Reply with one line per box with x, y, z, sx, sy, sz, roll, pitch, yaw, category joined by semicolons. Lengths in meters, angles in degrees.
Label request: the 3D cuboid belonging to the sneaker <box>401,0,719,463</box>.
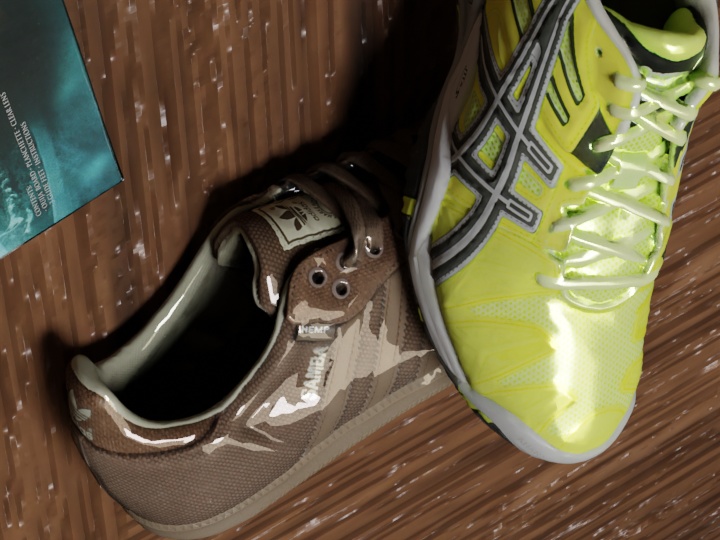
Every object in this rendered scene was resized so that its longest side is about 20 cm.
0.060;-0.041;0.740;0.075;0.076;0.202;-6;103;-26;sneaker

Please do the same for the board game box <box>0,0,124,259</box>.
-0.138;-0.057;0.626;0.135;0.028;0.201;-33;144;-16;board game box

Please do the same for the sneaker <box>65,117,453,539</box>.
0.000;0.000;0.787;0.200;0.070;0.076;-42;143;-6;sneaker
